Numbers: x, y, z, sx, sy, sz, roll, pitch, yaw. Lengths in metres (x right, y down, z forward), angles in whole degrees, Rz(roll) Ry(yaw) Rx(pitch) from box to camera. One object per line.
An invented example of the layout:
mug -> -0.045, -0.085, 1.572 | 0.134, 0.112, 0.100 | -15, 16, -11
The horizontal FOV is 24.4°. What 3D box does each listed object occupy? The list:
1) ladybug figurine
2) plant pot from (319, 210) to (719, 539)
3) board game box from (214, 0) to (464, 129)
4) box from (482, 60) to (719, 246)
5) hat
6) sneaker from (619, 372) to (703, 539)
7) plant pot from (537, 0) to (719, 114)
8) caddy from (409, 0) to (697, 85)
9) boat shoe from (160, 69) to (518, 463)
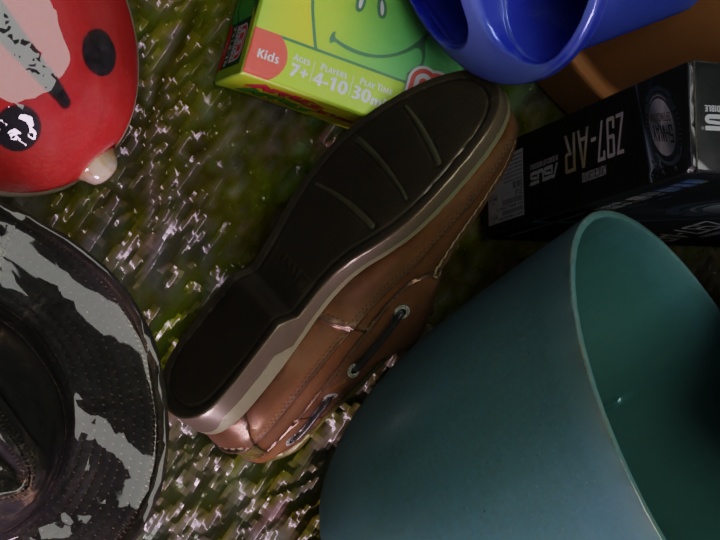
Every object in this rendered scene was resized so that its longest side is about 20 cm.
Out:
ladybug figurine -> -0.167, -0.116, 0.683 | 0.200, 0.072, 0.136 | 46, 76, -14
plant pot -> 0.079, 0.101, 0.704 | 0.160, 0.201, 0.202 | -29, 103, 26
board game box -> 0.012, -0.167, 0.758 | 0.101, 0.048, 0.202 | 17, 85, -18
box -> 0.162, -0.045, 0.730 | 0.158, 0.200, 0.044 | 2, 83, -20
hat -> -0.172, 0.059, 0.665 | 0.198, 0.081, 0.204 | 0, 90, -10
sneaker -> 0.218, 0.081, 0.818 | 0.197, 0.074, 0.117 | 6, 91, -17
plant pot -> 0.175, -0.159, 0.768 | 0.198, 0.140, 0.203 | 0, 90, -18
caddy -> 0.066, -0.178, 0.666 | 0.104, 0.141, 0.203 | -17, 111, -33
boat shoe -> 0.000, 0.000, 0.732 | 0.200, 0.072, 0.068 | -44, 130, 10
